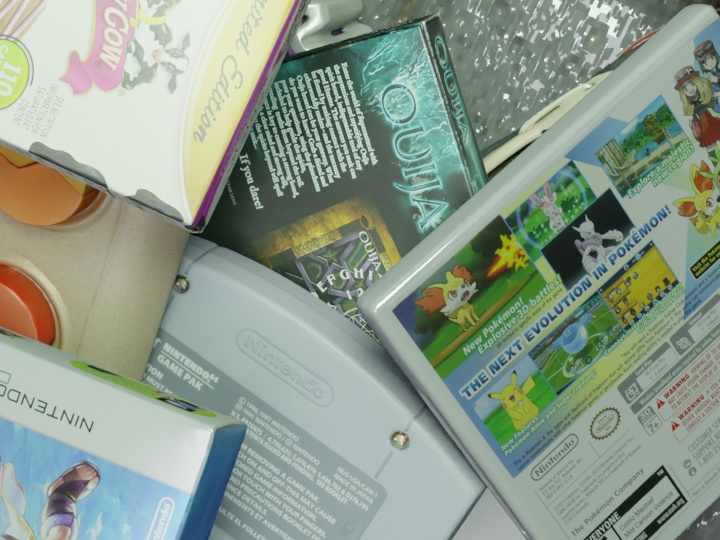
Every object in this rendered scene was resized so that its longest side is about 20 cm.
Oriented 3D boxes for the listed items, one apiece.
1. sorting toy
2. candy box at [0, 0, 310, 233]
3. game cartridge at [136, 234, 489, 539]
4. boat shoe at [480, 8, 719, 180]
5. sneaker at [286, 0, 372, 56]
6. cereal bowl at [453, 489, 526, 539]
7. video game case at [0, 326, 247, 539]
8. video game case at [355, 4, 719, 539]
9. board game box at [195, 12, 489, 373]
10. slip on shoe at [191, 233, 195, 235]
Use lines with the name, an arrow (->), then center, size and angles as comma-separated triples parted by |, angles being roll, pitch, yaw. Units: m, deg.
sorting toy -> -0.175, -0.026, 0.837 | 0.200, 0.036, 0.185 | 24, 116, 7
candy box -> -0.125, -0.116, 0.755 | 0.200, 0.061, 0.137 | 24, 88, 0
game cartridge -> -0.047, 0.072, 0.871 | 0.200, 0.040, 0.133 | 35, 118, 7
boat shoe -> 0.107, -0.052, 0.892 | 0.200, 0.063, 0.071 | -29, 94, 21
sneaker -> -0.043, -0.104, 0.920 | 0.088, 0.080, 0.201 | -10, 97, 26
cereal bowl -> 0.045, 0.105, 0.945 | 0.200, 0.083, 0.200 | 4, 106, 15
video game case -> -0.165, 0.125, 0.806 | 0.181, 0.045, 0.200 | 20, 92, 16
video game case -> 0.121, 0.018, 0.843 | 0.200, 0.022, 0.182 | -41, 113, -12
board game box -> 0.000, 0.000, 0.868 | 0.135, 0.028, 0.200 | -13, 101, 21
slip on shoe -> -0.122, -0.076, 0.952 | 0.076, 0.061, 0.200 | -22, 93, 22
